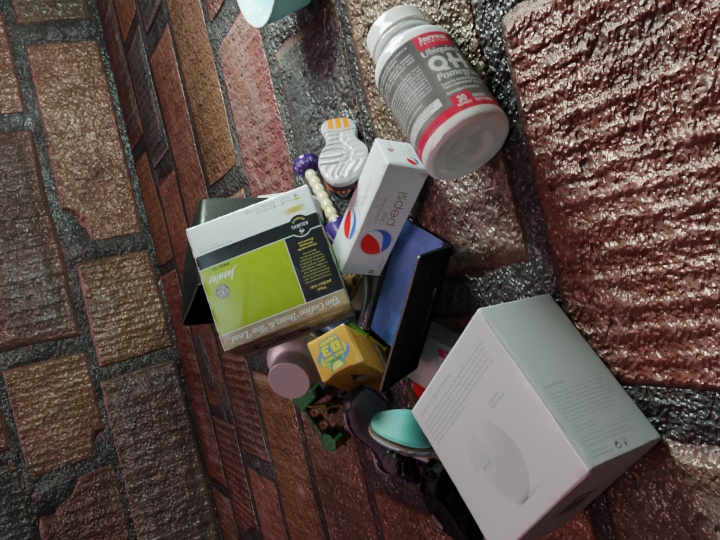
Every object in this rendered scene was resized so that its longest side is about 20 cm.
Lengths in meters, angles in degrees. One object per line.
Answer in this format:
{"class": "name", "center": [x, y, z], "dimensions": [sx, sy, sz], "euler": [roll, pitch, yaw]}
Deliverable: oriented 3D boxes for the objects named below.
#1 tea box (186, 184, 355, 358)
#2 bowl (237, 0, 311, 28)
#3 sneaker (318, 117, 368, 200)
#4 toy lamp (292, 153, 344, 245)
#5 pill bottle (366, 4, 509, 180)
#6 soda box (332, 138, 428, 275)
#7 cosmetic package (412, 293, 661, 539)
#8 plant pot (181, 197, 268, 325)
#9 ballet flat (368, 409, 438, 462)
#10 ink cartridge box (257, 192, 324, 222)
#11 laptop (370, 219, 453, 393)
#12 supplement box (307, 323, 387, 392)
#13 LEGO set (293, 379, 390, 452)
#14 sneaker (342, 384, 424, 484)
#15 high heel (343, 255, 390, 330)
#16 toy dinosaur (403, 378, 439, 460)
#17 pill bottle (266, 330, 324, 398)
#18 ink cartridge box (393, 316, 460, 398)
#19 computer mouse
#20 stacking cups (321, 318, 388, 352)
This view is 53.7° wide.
{"class": "tea box", "center": [-0.133, 0.007, 1.097], "dimensions": [0.134, 0.197, 0.199], "euler": [75, 176, -78]}
{"class": "bowl", "center": [-0.130, -0.502, 1.146], "dimensions": [0.201, 0.104, 0.203], "euler": [40, 137, 50]}
{"class": "sneaker", "center": [-0.023, -0.150, 1.115], "dimensions": [0.201, 0.076, 0.113], "euler": [-91, -4, -54]}
{"class": "toy lamp", "center": [-0.060, -0.118, 1.251], "dimensions": [0.202, 0.057, 0.058], "euler": [65, 152, 28]}
{"class": "pill bottle", "center": [0.084, -0.217, 0.847], "dimensions": [0.202, 0.109, 0.111], "euler": [63, 151, 25]}
{"class": "soda box", "center": [0.025, -0.087, 1.029], "dimensions": [0.064, 0.067, 0.201], "euler": [-111, 35, -43]}
{"class": "cosmetic package", "center": [0.184, 0.171, 0.800], "dimensions": [0.201, 0.122, 0.201], "euler": [57, 140, 30]}
{"class": "plant pot", "center": [-0.227, -0.024, 1.306], "dimensions": [0.200, 0.197, 0.180], "euler": [131, 130, -57]}
{"class": "ballet flat", "center": [0.110, 0.231, 0.957], "dimensions": [0.074, 0.197, 0.075], "euler": [1, -90, -74]}
{"class": "ink cartridge box", "center": [-0.129, -0.047, 1.390], "dimensions": [0.144, 0.083, 0.203], "euler": [20, 121, 59]}
{"class": "laptop", "center": [0.046, 0.038, 0.994], "dimensions": [0.115, 0.199, 0.190], "euler": [21, 106, 21]}
{"class": "supplement box", "center": [-0.007, 0.137, 1.046], "dimensions": [0.069, 0.066, 0.200], "euler": [64, -172, 20]}
{"class": "LEGO set", "center": [-0.021, 0.226, 1.311], "dimensions": [0.154, 0.115, 0.201], "euler": [44, 130, 18]}
{"class": "sneaker", "center": [0.046, 0.245, 1.052], "dimensions": [0.087, 0.075, 0.201], "euler": [18, 149, 42]}
{"class": "high heel", "center": [0.000, 0.000, 1.202], "dimensions": [0.200, 0.070, 0.145], "euler": [-139, 60, -63]}
{"class": "toy dinosaur", "center": [0.098, 0.250, 1.125], "dimensions": [0.101, 0.058, 0.202], "euler": [-15, 100, 52]}
{"class": "pill bottle", "center": [-0.106, 0.135, 1.256], "dimensions": [0.201, 0.103, 0.106], "euler": [-74, -13, -61]}
{"class": "ink cartridge box", "center": [0.113, 0.167, 1.055], "dimensions": [0.199, 0.043, 0.176], "euler": [24, 122, 59]}
{"class": "computer mouse", "center": [0.117, 0.302, 1.043], "dimensions": [0.046, 0.141, 0.200], "euler": [-27, 114, 35]}
{"class": "stacking cups", "center": [-0.048, 0.096, 1.222], "dimensions": [0.199, 0.061, 0.061], "euler": [37, 142, 11]}
